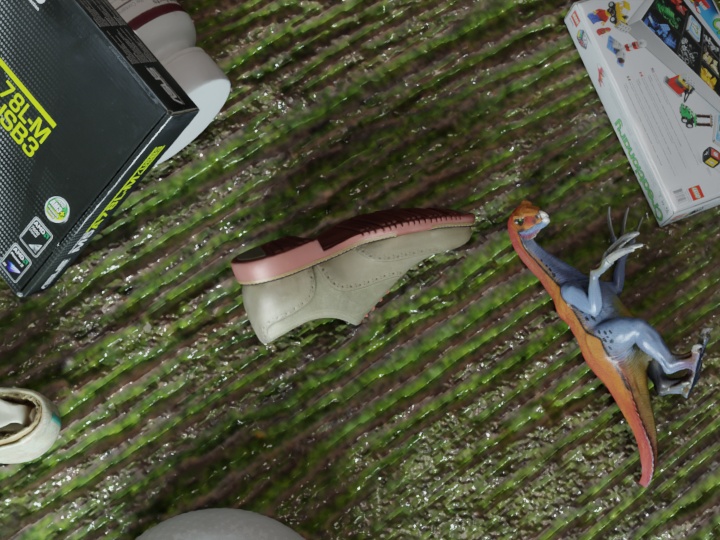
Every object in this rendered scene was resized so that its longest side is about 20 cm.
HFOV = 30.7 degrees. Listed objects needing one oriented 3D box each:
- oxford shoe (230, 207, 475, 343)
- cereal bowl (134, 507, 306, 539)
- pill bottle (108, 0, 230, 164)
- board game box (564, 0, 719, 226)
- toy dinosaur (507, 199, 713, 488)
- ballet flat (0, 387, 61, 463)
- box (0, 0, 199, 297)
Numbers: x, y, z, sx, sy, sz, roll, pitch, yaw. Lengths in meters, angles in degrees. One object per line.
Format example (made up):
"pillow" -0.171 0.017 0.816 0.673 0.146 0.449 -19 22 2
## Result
"oxford shoe" 0.000 0.000 1.004 0.197 0.070 0.076 -15 102 -17
"cereal bowl" -0.094 0.257 0.880 0.197 0.083 0.203 3 71 -9
"pill bottle" -0.196 -0.184 0.990 0.114 0.114 0.200 -38 83 -20
"board game box" 0.270 -0.150 1.112 0.125 0.035 0.202 -18 76 -15
"toy dinosaur" 0.178 0.031 1.010 0.180 0.105 0.202 23 80 19
"ballet flat" -0.307 0.101 0.901 0.197 0.062 0.069 -4 72 -12
"box" -0.239 -0.118 0.935 0.201 0.193 0.047 50 27 7
